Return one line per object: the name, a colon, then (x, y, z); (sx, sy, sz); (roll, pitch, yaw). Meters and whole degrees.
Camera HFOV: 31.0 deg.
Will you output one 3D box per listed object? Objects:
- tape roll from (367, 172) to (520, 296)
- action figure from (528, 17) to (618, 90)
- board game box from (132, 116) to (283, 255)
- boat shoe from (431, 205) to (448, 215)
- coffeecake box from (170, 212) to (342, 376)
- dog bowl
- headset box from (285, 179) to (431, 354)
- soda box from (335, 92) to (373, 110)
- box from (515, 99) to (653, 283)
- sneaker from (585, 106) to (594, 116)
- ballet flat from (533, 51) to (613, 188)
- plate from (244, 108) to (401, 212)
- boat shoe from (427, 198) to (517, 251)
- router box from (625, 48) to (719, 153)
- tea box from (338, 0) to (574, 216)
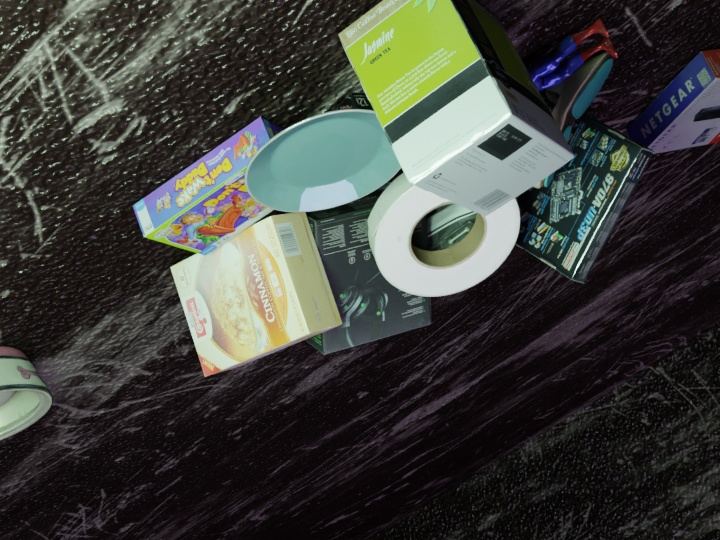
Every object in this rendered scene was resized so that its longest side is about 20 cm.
tape roll: (0.107, -0.054, 1.670); (0.199, 0.037, 0.205); (-9, 131, -10)
action figure: (0.229, -0.223, 1.616); (0.198, 0.100, 0.065); (-27, 140, 13)
board game box: (-0.156, -0.097, 1.563); (0.199, 0.045, 0.134); (-32, 159, 19)
boat shoe: (0.188, -0.121, 1.866); (0.196, 0.069, 0.074); (-15, 160, -9)
coffeecake box: (-0.137, 0.032, 1.679); (0.198, 0.156, 0.073); (-24, 173, 38)
dog bowl: (-0.526, 0.175, 1.775); (0.197, 0.075, 0.201); (-21, 160, -8)
headset box: (0.000, 0.000, 1.749); (0.172, 0.203, 0.092); (-15, -157, -26)
soda box: (0.052, -0.170, 1.594); (0.198, 0.064, 0.071); (-6, 153, -43)
box: (0.280, -0.110, 1.758); (0.046, 0.158, 0.202); (8, 112, -55)
sneaker: (0.311, -0.149, 1.885); (0.059, 0.105, 0.200); (-17, 159, -17)
ballet flat: (0.259, -0.207, 1.706); (0.202, 0.069, 0.069); (-61, 158, -3)
plate: (-0.039, -0.130, 1.484); (0.197, 0.026, 0.201); (-15, 153, -7)
boat shoe: (0.149, -0.063, 1.764); (0.199, 0.072, 0.072); (-28, 180, 42)
router box: (0.522, -0.256, 1.943); (0.177, 0.049, 0.200); (-12, 157, -31)
tea box: (0.107, -0.189, 1.410); (0.133, 0.199, 0.199); (-32, 158, 20)
